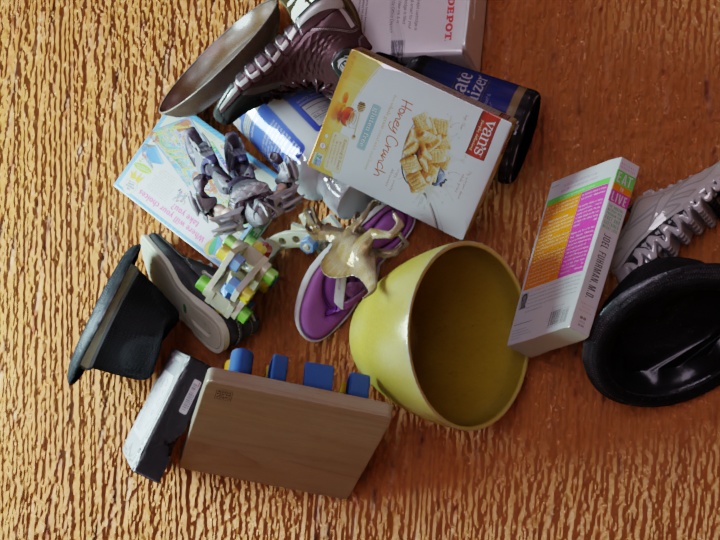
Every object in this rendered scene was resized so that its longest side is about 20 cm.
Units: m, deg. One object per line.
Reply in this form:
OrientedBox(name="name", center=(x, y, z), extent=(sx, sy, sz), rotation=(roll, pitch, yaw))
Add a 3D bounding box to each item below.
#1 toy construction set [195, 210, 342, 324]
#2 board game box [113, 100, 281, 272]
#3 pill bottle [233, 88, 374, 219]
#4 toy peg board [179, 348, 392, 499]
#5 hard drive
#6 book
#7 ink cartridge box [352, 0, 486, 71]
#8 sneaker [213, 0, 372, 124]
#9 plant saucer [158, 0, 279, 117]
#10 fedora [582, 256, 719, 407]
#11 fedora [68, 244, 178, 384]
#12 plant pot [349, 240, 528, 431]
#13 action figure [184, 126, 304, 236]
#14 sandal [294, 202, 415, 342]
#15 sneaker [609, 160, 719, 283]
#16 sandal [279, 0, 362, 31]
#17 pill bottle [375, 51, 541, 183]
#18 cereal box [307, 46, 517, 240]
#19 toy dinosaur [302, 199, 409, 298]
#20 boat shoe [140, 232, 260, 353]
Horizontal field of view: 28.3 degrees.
OrientedBox(name="toy construction set", center=(-0.114, -0.011, 1.662), extent=(0.092, 0.199, 0.132), rotation=(45, 132, 14))
OrientedBox(name="board game box", center=(-0.197, -0.105, 1.780), extent=(0.199, 0.034, 0.135), rotation=(36, 89, 24))
OrientedBox(name="pill bottle", center=(-0.058, -0.155, 1.703), extent=(0.112, 0.112, 0.200), rotation=(-44, 67, 3))
OrientedBox(name="toy peg board", center=(-0.082, 0.148, 1.563), extent=(0.197, 0.200, 0.099), rotation=(12, 54, -9))
OrientedBox(name="hard drive", center=(-0.223, 0.161, 1.634), extent=(0.038, 0.200, 0.141), rotation=(27, 85, -10))
OrientedBox(name="book", center=(0.228, -0.014, 1.535), extent=(0.048, 0.133, 0.202), rotation=(26, 70, -15))
OrientedBox(name="ink cartridge box", center=(0.048, -0.311, 1.724), extent=(0.198, 0.084, 0.147), rotation=(1, 76, 20))
OrientedBox(name="sneaker", center=(-0.068, -0.211, 1.632), extent=(0.200, 0.076, 0.116), rotation=(-43, 94, 11))
OrientedBox(name="plant saucer", center=(-0.167, -0.254, 1.753), extent=(0.200, 0.200, 0.032), rotation=(-44, 109, 3))
OrientedBox(name="fedora", center=(0.323, 0.050, 1.512), extent=(0.199, 0.201, 0.092), rotation=(-27, 35, 10))
OrientedBox(name="fedora", center=(-0.271, 0.068, 1.689), extent=(0.091, 0.201, 0.202), rotation=(26, 84, -6))
OrientedBox(name="plant pot", center=(0.071, 0.072, 1.571), extent=(0.141, 0.199, 0.203), rotation=(-3, 72, 46))
OrientedBox(name="action figure", center=(-0.142, -0.102, 1.644), extent=(0.129, 0.070, 0.200), rotation=(-12, 31, -20))
OrientedBox(name="sandal", center=(-0.005, -0.004, 1.655), extent=(0.204, 0.082, 0.050), rotation=(-54, 34, -3))
OrientedBox(name="sneaker", center=(0.344, -0.067, 1.566), extent=(0.200, 0.075, 0.081), rotation=(-42, 58, 4))
OrientedBox(name="sandal", center=(-0.062, -0.331, 1.693), extent=(0.200, 0.054, 0.081), rotation=(45, 125, 21))
OrientedBox(name="pill bottle", center=(0.098, -0.181, 1.639), extent=(0.198, 0.112, 0.113), rotation=(19, 82, 11))
OrientedBox(name="cereal box", center=(0.056, -0.141, 1.580), extent=(0.198, 0.040, 0.145), rotation=(25, 108, 10))
OrientedBox(name="toy dinosaur", center=(0.005, -0.020, 1.584), extent=(0.101, 0.059, 0.200), rotation=(-33, 37, -7))
OrientedBox(name="boat shoe", center=(-0.201, 0.021, 1.741), extent=(0.067, 0.072, 0.200), rotation=(-27, 54, -30))
